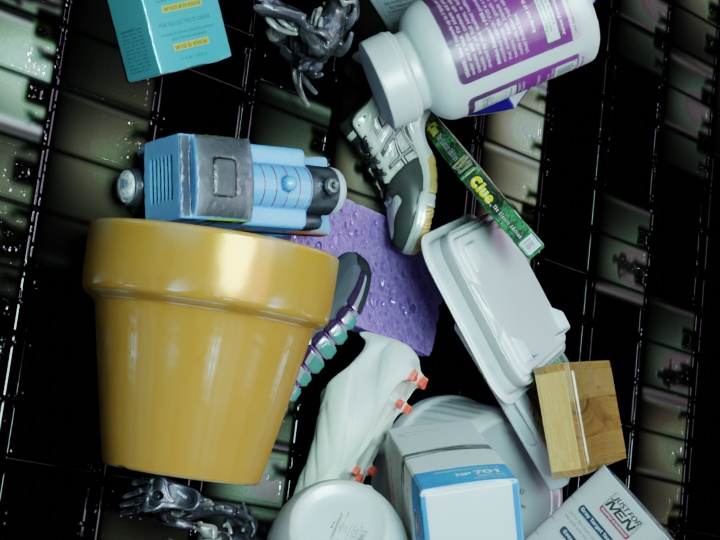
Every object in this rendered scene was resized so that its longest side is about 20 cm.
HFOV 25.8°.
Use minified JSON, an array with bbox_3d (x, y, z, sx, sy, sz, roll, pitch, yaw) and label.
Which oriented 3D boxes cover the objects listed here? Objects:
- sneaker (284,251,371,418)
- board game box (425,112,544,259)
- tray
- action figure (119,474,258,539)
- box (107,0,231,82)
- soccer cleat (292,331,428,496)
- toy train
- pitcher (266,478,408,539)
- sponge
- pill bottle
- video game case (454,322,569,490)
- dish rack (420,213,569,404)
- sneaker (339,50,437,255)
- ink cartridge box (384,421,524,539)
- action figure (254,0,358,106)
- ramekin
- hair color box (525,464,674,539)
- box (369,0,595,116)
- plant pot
[{"bbox_3d":[-0.070,0.053,1.348,0.087,0.074,0.201,40,74,-23],"label":"sneaker"},{"bbox_3d":[0.107,-0.086,1.472,0.023,0.200,0.105,-38,114,5],"label":"board game box"},{"bbox_3d":[0.210,0.136,1.477,0.200,0.037,0.100,6,73,-70],"label":"tray"},{"bbox_3d":[-0.140,0.229,1.269,0.200,0.101,0.120,54,40,-59],"label":"action figure"},{"bbox_3d":[-0.174,-0.265,1.307,0.082,0.049,0.202,-22,102,-42],"label":"box"},{"bbox_3d":[-0.016,0.150,1.418,0.201,0.077,0.069,-58,154,-9],"label":"soccer cleat"},{"bbox_3d":[-0.101,-0.066,1.309,0.198,0.114,0.088,3,84,-38],"label":"toy train"},{"bbox_3d":[-0.012,0.241,1.330,0.201,0.120,0.173,93,16,-53],"label":"pitcher"},{"bbox_3d":[0.000,0.000,1.463,0.199,0.030,0.113,24,70,-40],"label":"sponge"},{"bbox_3d":[0.103,-0.203,1.403,0.198,0.112,0.113,-23,105,-5],"label":"pill bottle"},{"bbox_3d":[0.164,0.095,1.528,0.183,0.023,0.200,59,21,-7],"label":"video game case"},{"bbox_3d":[0.135,0.025,1.464,0.173,0.043,0.200,63,23,1],"label":"dish rack"},{"bbox_3d":[0.022,-0.112,1.465,0.087,0.076,0.202,2,73,-15],"label":"sneaker"},{"bbox_3d":[0.079,0.221,1.314,0.085,0.200,0.148,-7,99,-5],"label":"ink cartridge box"},{"bbox_3d":[-0.043,-0.253,1.387,0.202,0.101,0.119,-68,172,26],"label":"action figure"},{"bbox_3d":[0.109,0.220,1.503,0.201,0.094,0.205,4,84,-43],"label":"ramekin"},{"bbox_3d":[0.184,0.283,1.409,0.200,0.100,0.060,-44,142,4],"label":"hair color box"},{"bbox_3d":[0.111,-0.284,1.539,0.184,0.104,0.201,-52,119,-32],"label":"box"},{"bbox_3d":[-0.126,0.068,1.229,0.199,0.199,0.186,12,83,-42],"label":"plant pot"}]
